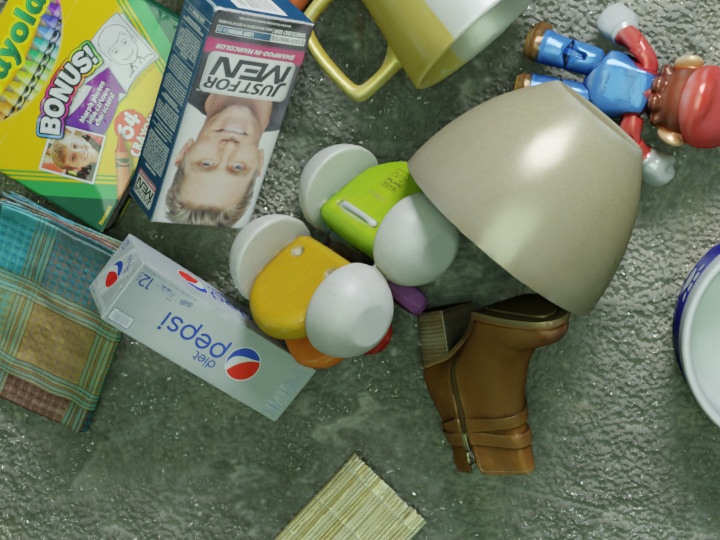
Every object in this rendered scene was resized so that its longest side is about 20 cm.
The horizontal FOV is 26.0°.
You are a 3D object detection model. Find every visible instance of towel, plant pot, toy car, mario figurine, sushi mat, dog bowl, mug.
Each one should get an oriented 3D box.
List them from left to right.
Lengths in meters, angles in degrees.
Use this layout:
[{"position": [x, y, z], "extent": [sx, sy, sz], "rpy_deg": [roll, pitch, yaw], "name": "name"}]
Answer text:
[{"position": [-0.286, 0.042, 1.418], "extent": [0.146, 0.022, 0.200], "rpy_deg": [24, 116, 1], "name": "towel"}, {"position": [-0.037, 0.274, 1.467], "extent": [0.096, 0.012, 0.200], "rpy_deg": [42, 97, -3], "name": "sushi mat"}, {"position": [0.000, 0.000, 1.367], "extent": [0.200, 0.175, 0.150], "rpy_deg": [-47, 134, -9], "name": "toy car"}, {"position": [0.045, -0.251, 1.327], "extent": [0.186, 0.149, 0.153], "rpy_deg": [-38, 85, -23], "name": "mug"}, {"position": [0.157, -0.078, 1.305], "extent": [0.200, 0.200, 0.135], "rpy_deg": [39, 104, -2], "name": "plant pot"}, {"position": [0.240, -0.155, 1.380], "extent": [0.199, 0.106, 0.124], "rpy_deg": [16, 134, 11], "name": "mario figurine"}, {"position": [0.380, 0.058, 1.384], "extent": [0.199, 0.079, 0.201], "rpy_deg": [0, 98, 3], "name": "dog bowl"}]

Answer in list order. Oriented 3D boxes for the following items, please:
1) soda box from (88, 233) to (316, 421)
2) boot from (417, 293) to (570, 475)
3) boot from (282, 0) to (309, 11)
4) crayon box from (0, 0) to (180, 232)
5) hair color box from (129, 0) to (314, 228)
[{"position": [-0.139, 0.052, 1.377], "extent": [0.200, 0.068, 0.064], "rpy_deg": [34, 99, -30], "name": "soda box"}, {"position": [0.124, 0.104, 1.356], "extent": [0.077, 0.200, 0.156], "rpy_deg": [-15, 93, -38], "name": "boot"}, {"position": [-0.138, -0.274, 1.375], "extent": [0.200, 0.075, 0.107], "rpy_deg": [31, 103, -2], "name": "boot"}, {"position": [-0.252, -0.164, 1.396], "extent": [0.172, 0.058, 0.200], "rpy_deg": [30, 99, 0], "name": "crayon box"}, {"position": [-0.121, -0.138, 1.349], "extent": [0.100, 0.061, 0.201], "rpy_deg": [3, 118, -34], "name": "hair color box"}]
